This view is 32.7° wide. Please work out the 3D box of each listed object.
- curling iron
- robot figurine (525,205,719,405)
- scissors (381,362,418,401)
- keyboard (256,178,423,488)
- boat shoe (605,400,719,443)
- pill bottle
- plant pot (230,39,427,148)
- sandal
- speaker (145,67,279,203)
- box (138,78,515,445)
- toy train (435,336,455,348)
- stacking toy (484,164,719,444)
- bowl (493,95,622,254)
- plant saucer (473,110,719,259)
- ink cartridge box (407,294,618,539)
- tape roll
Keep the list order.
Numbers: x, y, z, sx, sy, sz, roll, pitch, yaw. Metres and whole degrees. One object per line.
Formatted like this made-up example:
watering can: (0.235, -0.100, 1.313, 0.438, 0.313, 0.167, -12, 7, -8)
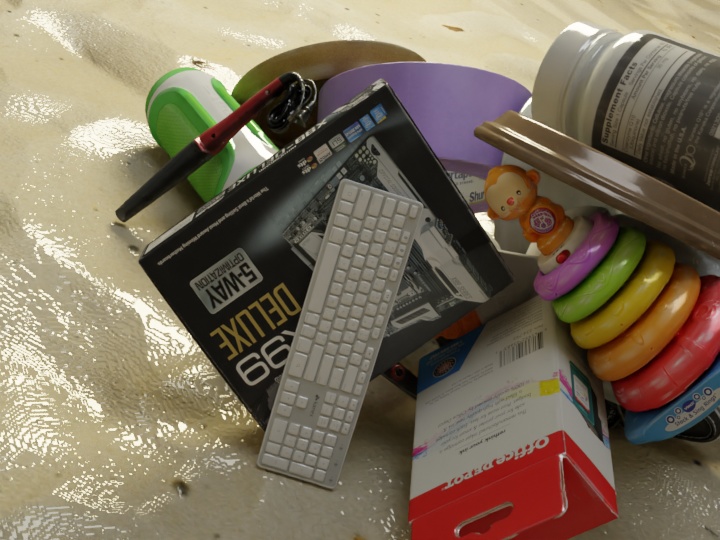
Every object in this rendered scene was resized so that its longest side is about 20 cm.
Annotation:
curling iron: (-0.122, -0.101, 1.018, 0.026, 0.199, 0.050, 53, 7, -51)
robot figurine: (0.205, 0.021, 0.930, 0.198, 0.113, 0.170, 22, 61, 18)
scissors: (0.013, 0.071, 0.885, 0.073, 0.014, 0.201, -42, 101, -30)
keyboard: (-0.015, 0.044, 0.798, 0.056, 0.202, 0.011, 15, 12, -8)
boat shoe: (0.196, 0.092, 0.980, 0.199, 0.070, 0.066, 29, 45, 13)
pill bottle: (0.236, -0.114, 0.926, 0.199, 0.114, 0.113, 29, 29, 33)
plant pot: (-0.025, -0.160, 1.180, 0.198, 0.200, 0.028, 1, 69, -29)
sandal: (0.087, 0.010, 0.886, 0.204, 0.080, 0.059, 11, 19, -2)
speaker: (-0.123, -0.104, 1.099, 0.088, 0.089, 0.200, -3, 36, -34)
box: (-0.022, -0.005, 0.818, 0.158, 0.199, 0.050, 55, 5, -13)
toy train: (0.077, 0.031, 0.936, 0.056, 0.042, 0.201, -25, 85, -35)
stacking toy: (0.156, 0.004, 0.794, 0.200, 0.116, 0.110, 42, 29, -7)
bowl: (0.194, -0.053, 1.064, 0.090, 0.203, 0.201, 8, 21, 29)
plant saucer: (0.170, -0.059, 0.831, 0.199, 0.030, 0.200, 27, 9, -4)
ink cartridge box: (0.097, 0.118, 0.793, 0.067, 0.116, 0.201, 47, 28, -26)
tape roll: (0.058, -0.114, 1.110, 0.198, 0.086, 0.200, 4, -11, 1)
